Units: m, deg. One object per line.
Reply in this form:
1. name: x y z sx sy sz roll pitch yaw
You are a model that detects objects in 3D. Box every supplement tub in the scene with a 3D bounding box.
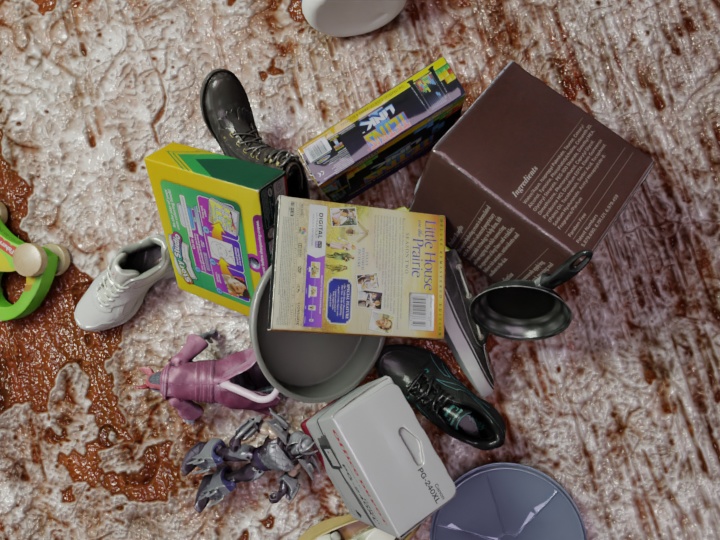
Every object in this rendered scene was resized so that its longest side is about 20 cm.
1. supplement tub: -0.023 -0.436 0.763 0.143 0.144 0.201 -12 85 6

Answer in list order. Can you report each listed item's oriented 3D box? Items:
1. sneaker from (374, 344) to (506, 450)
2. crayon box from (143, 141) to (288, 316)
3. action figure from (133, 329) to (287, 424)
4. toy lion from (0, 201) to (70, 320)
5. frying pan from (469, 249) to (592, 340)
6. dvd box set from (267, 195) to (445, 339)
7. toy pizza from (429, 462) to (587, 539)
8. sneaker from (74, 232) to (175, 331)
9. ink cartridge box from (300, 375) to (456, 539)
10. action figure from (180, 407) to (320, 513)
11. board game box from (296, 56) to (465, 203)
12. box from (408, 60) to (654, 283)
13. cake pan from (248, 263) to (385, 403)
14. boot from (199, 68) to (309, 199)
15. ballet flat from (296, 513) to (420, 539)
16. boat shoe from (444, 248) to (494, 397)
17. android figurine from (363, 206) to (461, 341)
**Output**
1. sneaker: 0.105 0.161 0.746 0.199 0.079 0.076 33 91 9
2. crayon box: -0.168 -0.044 0.722 0.172 0.058 0.201 19 131 24
3. action figure: -0.196 0.153 0.753 0.199 0.149 0.135 -1 92 -7
4. toy lion: -0.557 0.005 0.845 0.199 0.069 0.192 33 98 7
5. frying pan: 0.179 0.023 0.636 0.114 0.191 0.031 6 54 13
6. dvd box set: 0.000 0.000 0.646 0.199 0.029 0.147 4 81 -17
7. toy pizza: 0.190 0.349 0.748 0.199 0.032 0.202 0 88 6
8. sneaker: -0.327 0.009 0.793 0.200 0.099 0.078 -42 83 3
9. ink cartridge box: 0.011 0.218 0.685 0.083 0.200 0.146 -28 82 -21
10. action figure: -0.139 0.250 0.752 0.199 0.069 0.131 -23 102 24
11. board game box: 0.030 -0.163 0.729 0.199 0.165 0.057 -31 84 4
12. box: 0.191 -0.095 0.687 0.200 0.166 0.164 39 72 7
13. cake pan: -0.050 0.057 0.697 0.037 0.199 0.202 7 86 51
14. boot: -0.123 -0.150 0.726 0.069 0.174 0.201 -27 122 -25
15. ballet flat: -0.013 0.354 0.755 0.199 0.063 0.069 -28 84 4
16. boat shoe: 0.137 0.070 0.732 0.063 0.071 0.201 -27 107 -2
17. android figurine: 0.053 -0.002 0.780 0.182 0.041 0.200 42 92 8
